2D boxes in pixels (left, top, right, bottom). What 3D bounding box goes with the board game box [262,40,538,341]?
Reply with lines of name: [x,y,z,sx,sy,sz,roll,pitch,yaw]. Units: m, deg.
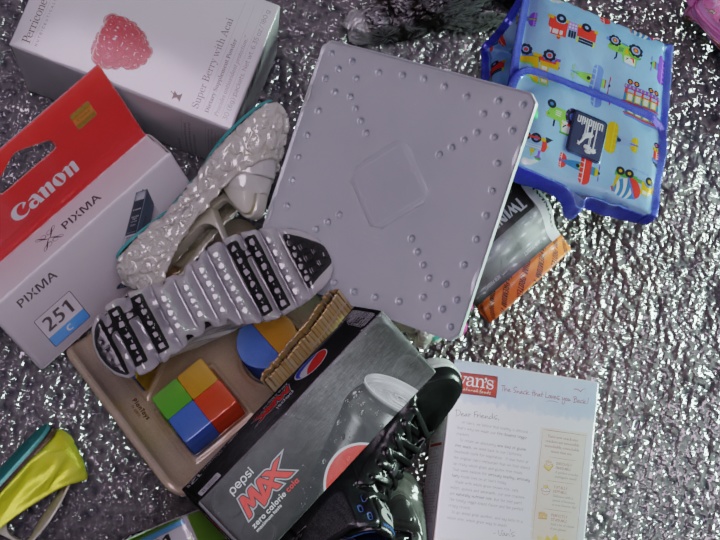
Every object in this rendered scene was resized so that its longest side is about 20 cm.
board game box: [0.027,-0.067,1.187,0.199,0.026,0.202,19,90,27]

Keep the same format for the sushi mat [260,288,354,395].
sushi mat: [-0.006,0.107,1.216,0.012,0.200,0.096,27,71,43]

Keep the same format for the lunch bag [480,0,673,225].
lunch bag: [0.179,-0.123,1.254,0.149,0.094,0.201,20,51,-13]

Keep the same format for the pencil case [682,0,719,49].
pencil case: [0.384,-0.197,1.345,0.083,0.086,0.200,-43,84,20]

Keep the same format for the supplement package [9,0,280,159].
supplement package: [-0.183,-0.191,1.273,0.198,0.120,0.122,20,78,-1]

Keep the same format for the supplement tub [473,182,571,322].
supplement tub: [0.081,-0.061,1.270,0.122,0.123,0.200,-41,85,-11]

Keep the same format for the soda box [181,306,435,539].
soda box: [-0.039,0.122,1.121,0.200,0.063,0.071,-46,103,-13]

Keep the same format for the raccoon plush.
raccoon plush: [0.073,-0.293,1.334,0.198,0.097,0.135,-8,72,-6]

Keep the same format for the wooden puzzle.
wooden puzzle: [-0.127,0.062,1.233,0.199,0.046,0.185,-37,59,-12]

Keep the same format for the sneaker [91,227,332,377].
sneaker: [-0.118,0.023,1.182,0.198,0.081,0.076,-22,85,-5]

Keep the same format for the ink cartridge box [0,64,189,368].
ink cartridge box: [-0.239,-0.040,1.217,0.200,0.177,0.045,-43,50,-11]

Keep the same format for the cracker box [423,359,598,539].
cracker box: [0.124,0.185,1.254,0.133,0.058,0.202,10,79,-11]

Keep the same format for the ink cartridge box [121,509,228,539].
ink cartridge box: [-0.179,0.249,1.128,0.147,0.200,0.076,-28,82,19]

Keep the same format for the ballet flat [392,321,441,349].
ballet flat: [0.000,0.000,1.239,0.199,0.072,0.072,32,77,28]

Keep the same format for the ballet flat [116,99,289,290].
ballet flat: [-0.118,-0.048,1.222,0.072,0.072,0.200,45,98,4]

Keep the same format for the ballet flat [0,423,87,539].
ballet flat: [-0.309,0.213,1.218,0.200,0.067,0.067,-41,106,-13]

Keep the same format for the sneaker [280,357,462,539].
sneaker: [0.020,0.163,1.166,0.199,0.073,0.112,-37,43,-5]

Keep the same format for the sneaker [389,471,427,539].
sneaker: [0.027,0.250,1.166,0.066,0.091,0.202,19,64,-13]

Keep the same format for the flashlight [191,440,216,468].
flashlight: [-0.060,0.219,1.237,0.200,0.068,0.068,42,67,-1]
